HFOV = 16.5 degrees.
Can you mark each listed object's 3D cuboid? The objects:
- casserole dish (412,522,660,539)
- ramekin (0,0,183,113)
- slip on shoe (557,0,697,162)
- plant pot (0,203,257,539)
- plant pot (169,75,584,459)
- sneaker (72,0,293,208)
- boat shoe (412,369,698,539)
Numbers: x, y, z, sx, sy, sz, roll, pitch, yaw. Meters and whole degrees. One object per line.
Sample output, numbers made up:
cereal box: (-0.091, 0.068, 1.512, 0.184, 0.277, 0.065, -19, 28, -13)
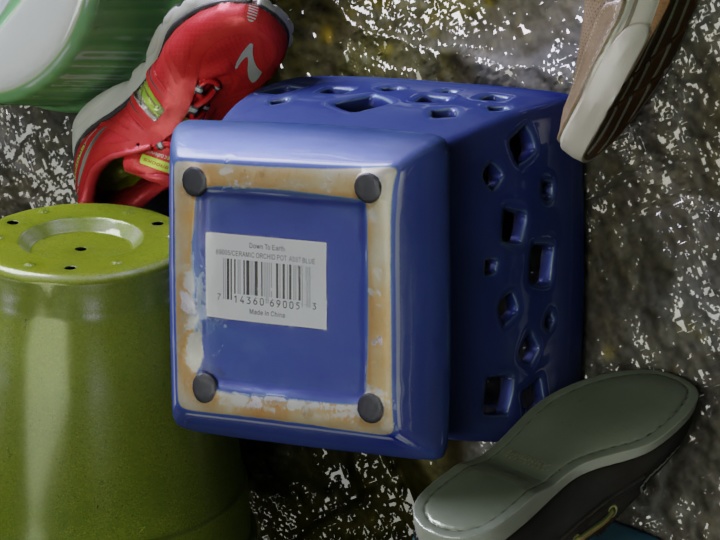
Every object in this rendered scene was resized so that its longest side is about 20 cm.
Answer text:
casserole dish: (0.106, 0.197, 1.425, 0.199, 0.039, 0.122, 17, 106, 27)
ramekin: (-0.205, -0.194, 1.519, 0.199, 0.098, 0.201, 5, 99, 30)
slip on shoe: (0.146, -0.157, 1.327, 0.060, 0.076, 0.201, 29, 108, 18)
plant pot: (-0.159, 0.070, 1.450, 0.199, 0.200, 0.194, 13, 114, 29)
plant pot: (0.000, 0.000, 1.378, 0.199, 0.179, 0.201, 5, 100, 30)
sneaker: (-0.105, -0.088, 1.470, 0.200, 0.077, 0.085, -43, 35, 41)
boat shoe: (0.106, 0.116, 1.335, 0.072, 0.201, 0.061, 25, 131, 42)
